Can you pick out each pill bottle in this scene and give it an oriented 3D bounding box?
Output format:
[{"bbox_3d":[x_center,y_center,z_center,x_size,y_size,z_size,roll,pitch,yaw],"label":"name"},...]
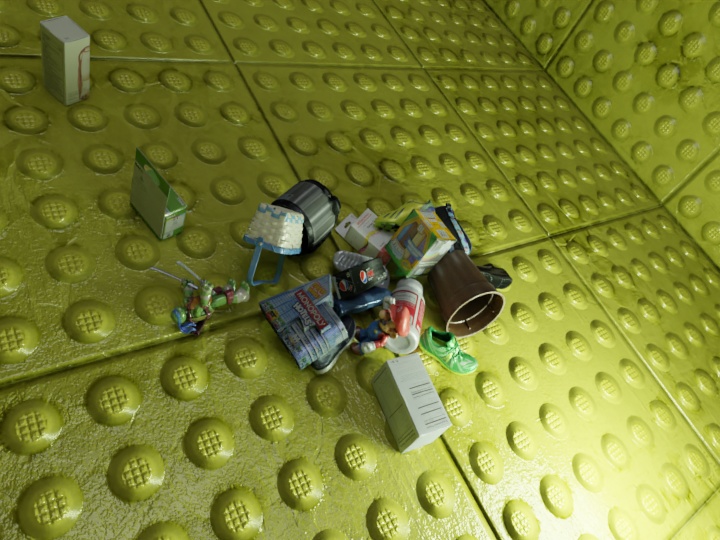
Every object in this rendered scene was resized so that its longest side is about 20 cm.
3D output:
[{"bbox_3d":[0.124,0.124,1.615,0.109,0.113,0.204,25,45,-7],"label":"pill bottle"}]

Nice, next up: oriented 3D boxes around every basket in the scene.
[{"bbox_3d":[-0.228,-0.064,1.480,0.134,0.208,0.176,14,4,13],"label":"basket"}]

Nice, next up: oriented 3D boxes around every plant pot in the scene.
[{"bbox_3d":[0.305,0.062,1.725,0.194,0.204,0.201,-1,45,-29],"label":"plant pot"}]

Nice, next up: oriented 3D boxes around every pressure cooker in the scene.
[{"bbox_3d":[-0.157,-0.162,1.642,0.174,0.181,0.200,35,45,7],"label":"pressure cooker"}]

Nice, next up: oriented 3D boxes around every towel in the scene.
[{"bbox_3d":[-0.012,0.086,1.578,0.195,0.110,0.051,-12,103,-38],"label":"towel"}]

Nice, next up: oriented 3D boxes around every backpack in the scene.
[{"bbox_3d":[0.259,-0.100,1.857,0.178,0.136,0.203,-12,60,-36],"label":"backpack"}]

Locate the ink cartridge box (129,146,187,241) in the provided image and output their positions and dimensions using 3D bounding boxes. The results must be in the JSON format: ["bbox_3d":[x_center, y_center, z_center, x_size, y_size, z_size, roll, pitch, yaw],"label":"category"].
[{"bbox_3d":[-0.513,-0.202,1.456,0.148,0.202,0.075,46,46,13],"label":"ink cartridge box"}]

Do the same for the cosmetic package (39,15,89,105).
[{"bbox_3d":[-0.823,-0.584,1.590,0.103,0.202,0.087,39,46,7],"label":"cosmetic package"}]

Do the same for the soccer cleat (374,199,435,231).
[{"bbox_3d":[0.136,-0.174,1.765,0.192,0.065,0.087,-8,78,-4],"label":"soccer cleat"}]

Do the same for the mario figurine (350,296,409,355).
[{"bbox_3d":[0.044,0.141,1.483,0.104,0.198,0.127,3,61,-50],"label":"mario figurine"}]

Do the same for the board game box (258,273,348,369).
[{"bbox_3d":[-0.125,0.110,1.439,0.197,0.063,0.200,-33,57,-16],"label":"board game box"}]

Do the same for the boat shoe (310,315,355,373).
[{"bbox_3d":[-0.074,0.177,1.482,0.073,0.063,0.201,4,39,35],"label":"boat shoe"}]

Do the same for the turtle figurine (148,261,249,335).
[{"bbox_3d":[-0.376,0.037,1.375,0.190,0.143,0.205,-12,72,-44],"label":"turtle figurine"}]

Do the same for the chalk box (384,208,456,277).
[{"bbox_3d":[0.165,-0.064,1.692,0.122,0.201,0.125,-2,49,-52],"label":"chalk box"}]

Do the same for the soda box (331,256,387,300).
[{"bbox_3d":[0.001,0.019,1.568,0.199,0.062,0.073,-23,95,-61],"label":"soda box"}]

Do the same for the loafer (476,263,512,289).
[{"bbox_3d":[0.421,0.015,1.909,0.194,0.074,0.073,12,42,-32],"label":"loafer"}]

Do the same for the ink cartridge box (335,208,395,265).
[{"bbox_3d":[0.029,-0.111,1.783,0.198,0.068,0.117,39,45,5],"label":"ink cartridge box"}]

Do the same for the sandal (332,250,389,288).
[{"bbox_3d":[0.003,-0.007,1.691,0.198,0.049,0.085,28,81,-23],"label":"sandal"}]

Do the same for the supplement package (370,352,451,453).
[{"bbox_3d":[0.125,0.334,1.443,0.106,0.115,0.204,-7,59,-32],"label":"supplement package"}]

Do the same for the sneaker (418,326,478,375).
[{"bbox_3d":[0.255,0.229,1.623,0.196,0.084,0.075,30,44,-6],"label":"sneaker"}]
